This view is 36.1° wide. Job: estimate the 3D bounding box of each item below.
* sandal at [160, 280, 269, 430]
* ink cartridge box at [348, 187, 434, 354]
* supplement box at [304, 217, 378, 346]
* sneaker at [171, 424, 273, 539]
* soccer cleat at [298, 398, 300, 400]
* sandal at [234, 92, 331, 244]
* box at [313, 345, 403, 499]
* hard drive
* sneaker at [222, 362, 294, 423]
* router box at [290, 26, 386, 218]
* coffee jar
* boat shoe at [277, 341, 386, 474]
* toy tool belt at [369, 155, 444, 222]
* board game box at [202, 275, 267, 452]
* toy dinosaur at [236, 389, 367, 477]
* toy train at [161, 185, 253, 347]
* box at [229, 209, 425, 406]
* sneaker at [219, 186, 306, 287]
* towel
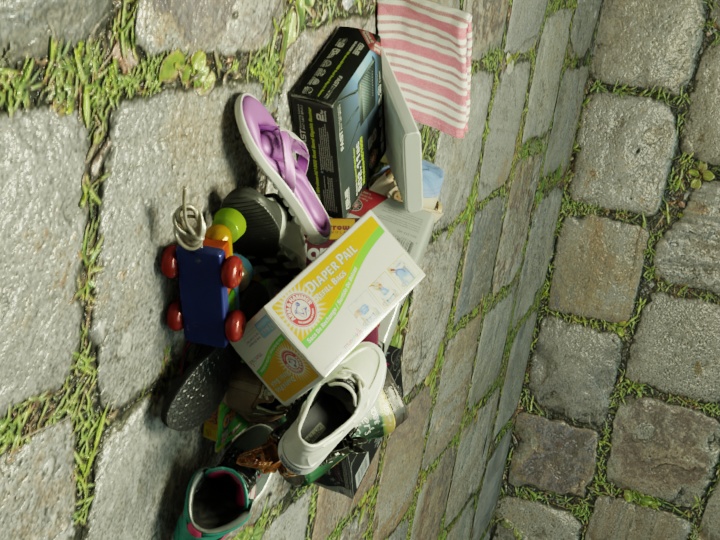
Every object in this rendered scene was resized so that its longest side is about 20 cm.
[{"bbox_3d":[-0.170,0.096,1.262,0.202,0.044,0.076,-60,148,-28],"label":"sandal"},{"bbox_3d":[0.000,0.000,1.514,0.083,0.143,0.203,92,20,-69],"label":"ink cartridge box"},{"bbox_3d":[-0.032,0.041,1.407,0.086,0.108,0.204,91,-1,-69],"label":"supplement box"},{"bbox_3d":[-0.154,0.253,1.336,0.201,0.083,0.121,-56,179,-32],"label":"sneaker"},{"bbox_3d":[-0.054,0.131,1.607,0.199,0.077,0.070,-32,148,-35],"label":"soccer cleat"},{"bbox_3d":[-0.076,-0.122,1.258,0.204,0.049,0.083,58,21,-32],"label":"sandal"},{"bbox_3d":[-0.024,0.214,1.670,0.133,0.113,0.201,84,29,-49],"label":"box"},{"bbox_3d":[0.047,-0.195,1.517,0.133,0.026,0.202,85,-9,-45],"label":"hard drive"},{"bbox_3d":[-0.110,0.160,1.366,0.200,0.074,0.072,32,74,-70],"label":"sneaker"},{"bbox_3d":[-0.024,-0.189,1.439,0.202,0.061,0.151,84,29,-47],"label":"router box"},{"bbox_3d":[-0.030,0.205,1.515,0.198,0.085,0.106,-28,91,-32],"label":"coffee jar"},{"bbox_3d":[-0.019,0.146,1.255,0.201,0.073,0.066,-56,180,-41],"label":"boat shoe"},{"bbox_3d":[0.079,-0.134,1.690,0.200,0.123,0.125,-33,143,-64],"label":"toy tool belt"},{"bbox_3d":[-0.154,0.115,1.358,0.095,0.029,0.204,-35,134,-61],"label":"board game box"},{"bbox_3d":[-0.069,0.212,1.330,0.135,0.102,0.200,-40,-178,33],"label":"toy dinosaur"},{"bbox_3d":[-0.154,-0.030,1.177,0.116,0.083,0.203,-67,162,-52],"label":"toy train"},{"bbox_3d":[-0.037,0.043,1.262,0.200,0.102,0.112,-43,-178,-35],"label":"box"},{"bbox_3d":[-0.112,-0.061,1.299,0.201,0.073,0.090,63,28,-62],"label":"sneaker"},{"bbox_3d":[0.087,-0.289,1.555,0.030,0.144,0.202,-49,149,-39],"label":"towel"}]
